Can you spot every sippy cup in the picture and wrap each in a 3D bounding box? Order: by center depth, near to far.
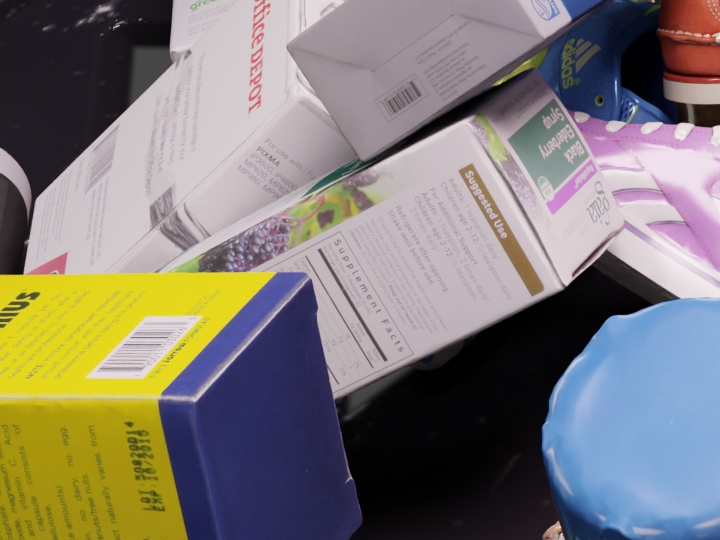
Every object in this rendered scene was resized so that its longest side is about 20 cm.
[{"bbox_3d":[0.125,0.079,1.030,0.139,0.130,0.178,-17,52,11],"label":"sippy cup"}]

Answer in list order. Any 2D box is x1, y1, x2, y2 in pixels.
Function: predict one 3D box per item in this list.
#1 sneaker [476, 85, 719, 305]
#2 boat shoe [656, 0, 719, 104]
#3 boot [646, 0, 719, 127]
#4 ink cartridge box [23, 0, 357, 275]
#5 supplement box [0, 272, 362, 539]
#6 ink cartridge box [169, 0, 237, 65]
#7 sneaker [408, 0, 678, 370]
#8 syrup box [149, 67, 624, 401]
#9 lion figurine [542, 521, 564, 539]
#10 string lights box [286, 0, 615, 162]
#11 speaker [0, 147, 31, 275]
[{"bbox_3d":[0.141,-0.043,1.257,0.200,0.073,0.114,34,86,11],"label":"sneaker"},{"bbox_3d":[0.207,-0.120,1.330,0.200,0.063,0.071,-15,16,-39],"label":"boat shoe"},{"bbox_3d":[0.144,-0.095,1.391,0.074,0.076,0.200,-3,43,26],"label":"boot"},{"bbox_3d":[-0.062,-0.036,1.368,0.200,0.085,0.146,-44,24,25],"label":"ink cartridge box"},{"bbox_3d":[-0.117,0.071,1.137,0.200,0.109,0.110,0,24,25],"label":"supplement box"},{"bbox_3d":[0.010,-0.161,1.549,0.200,0.084,0.176,-17,37,13],"label":"ink cartridge box"},{"bbox_3d":[0.078,-0.046,1.325,0.105,0.076,0.200,8,70,55],"label":"sneaker"},{"bbox_3d":[0.000,0.000,1.223,0.200,0.082,0.079,-28,7,30],"label":"syrup box"},{"bbox_3d":[0.167,0.113,1.123,0.200,0.073,0.123,-18,38,1],"label":"lion figurine"},{"bbox_3d":[0.066,-0.120,1.215,0.103,0.059,0.200,-33,3,35],"label":"string lights box"},{"bbox_3d":[-0.211,0.022,1.462,0.081,0.081,0.200,-16,36,14],"label":"speaker"}]
